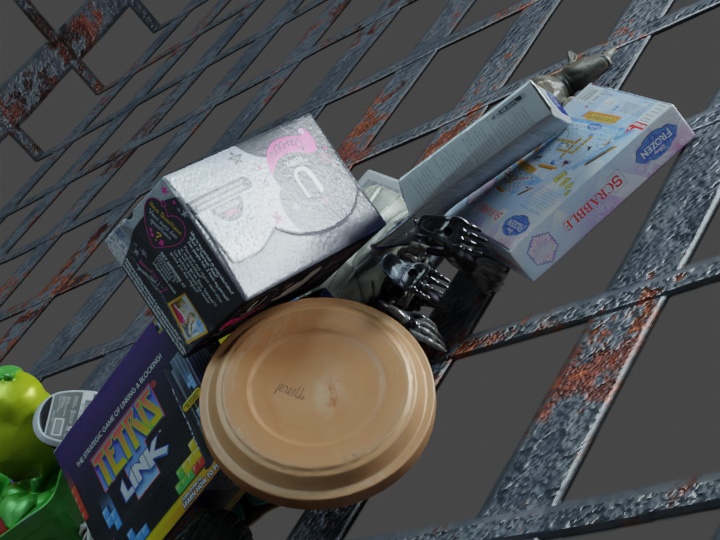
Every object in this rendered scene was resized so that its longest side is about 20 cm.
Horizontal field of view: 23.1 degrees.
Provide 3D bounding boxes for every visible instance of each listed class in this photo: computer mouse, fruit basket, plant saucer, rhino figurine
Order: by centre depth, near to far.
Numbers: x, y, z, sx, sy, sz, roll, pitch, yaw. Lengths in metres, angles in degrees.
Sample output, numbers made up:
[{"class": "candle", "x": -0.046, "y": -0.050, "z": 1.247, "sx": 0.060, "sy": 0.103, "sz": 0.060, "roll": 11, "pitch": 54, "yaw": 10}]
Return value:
[{"class": "plant saucer", "x": -0.036, "y": 0.104, "z": 1.467, "sx": 0.199, "sy": 0.032, "sz": 0.201, "roll": -2, "pitch": 53, "yaw": 2}, {"class": "computer mouse", "x": -0.222, "y": 0.159, "z": 1.735, "sx": 0.198, "sy": 0.044, "sz": 0.110, "roll": 6, "pitch": 49, "yaw": 3}, {"class": "fruit basket", "x": -0.344, "y": 0.203, "z": 1.800, "sx": 0.155, "sy": 0.216, "sz": 0.216, "roll": -35, "pitch": 19, "yaw": 16}, {"class": "rhino figurine", "x": 0.189, "y": -0.171, "z": 1.812, "sx": 0.200, "sy": 0.060, "sz": 0.087, "roll": -41, "pitch": 7, "yaw": -11}]

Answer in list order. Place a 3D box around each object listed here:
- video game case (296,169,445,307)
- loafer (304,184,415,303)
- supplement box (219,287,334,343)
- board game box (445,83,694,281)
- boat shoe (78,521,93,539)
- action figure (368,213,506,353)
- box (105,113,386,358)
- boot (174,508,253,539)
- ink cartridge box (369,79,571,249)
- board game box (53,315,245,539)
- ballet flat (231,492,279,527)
[{"class": "video game case", "x": 0.006, "y": -0.011, "z": 1.767, "sx": 0.143, "sy": 0.018, "sz": 0.200, "roll": 22, "pitch": 59, "yaw": 34}, {"class": "loafer", "x": 0.000, "y": 0.000, "z": 1.695, "sx": 0.070, "sy": 0.069, "sz": 0.201, "roll": 98, "pitch": -162, "yaw": -56}, {"class": "supplement box", "x": -0.087, "y": 0.118, "z": 1.623, "sx": 0.199, "sy": 0.109, "sz": 0.110, "roll": -26, "pitch": 23, "yaw": 40}, {"class": "board game box", "x": 0.190, "y": -0.087, "z": 1.646, "sx": 0.199, "sy": 0.041, "sz": 0.200, "roll": -41, "pitch": 18, "yaw": -3}, {"class": "boat shoe", "x": -0.243, "y": 0.248, "z": 1.710, "sx": 0.070, "sy": 0.071, "sz": 0.200, "roll": -38, "pitch": 24, "yaw": 5}, {"class": "action figure", "x": 0.064, "y": 0.015, "z": 1.582, "sx": 0.119, "sy": 0.102, "sz": 0.200, "roll": -53, "pitch": -5, "yaw": -11}, {"class": "box", "x": -0.098, "y": -0.035, "z": 1.542, "sx": 0.200, "sy": 0.133, "sz": 0.115, "roll": -28, "pitch": -9, "yaw": -47}, {"class": "boot", "x": -0.183, "y": 0.290, "z": 1.499, "sx": 0.130, "sy": 0.068, "sz": 0.200, "roll": -27, "pitch": 20, "yaw": 51}, {"class": "ink cartridge box", "x": 0.096, "y": -0.095, "z": 1.604, "sx": 0.200, "sy": 0.041, "sz": 0.200, "roll": -37, "pitch": -5, "yaw": 10}, {"class": "board game box", "x": -0.177, "y": 0.161, "z": 1.563, "sx": 0.200, "sy": 0.056, "sz": 0.166, "roll": -51, "pitch": 54, "yaw": 26}, {"class": "ballet flat", "x": -0.092, "y": 0.192, "z": 1.567, "sx": 0.199, "sy": 0.069, "sz": 0.063, "roll": -21, "pitch": -1, "yaw": 41}]
